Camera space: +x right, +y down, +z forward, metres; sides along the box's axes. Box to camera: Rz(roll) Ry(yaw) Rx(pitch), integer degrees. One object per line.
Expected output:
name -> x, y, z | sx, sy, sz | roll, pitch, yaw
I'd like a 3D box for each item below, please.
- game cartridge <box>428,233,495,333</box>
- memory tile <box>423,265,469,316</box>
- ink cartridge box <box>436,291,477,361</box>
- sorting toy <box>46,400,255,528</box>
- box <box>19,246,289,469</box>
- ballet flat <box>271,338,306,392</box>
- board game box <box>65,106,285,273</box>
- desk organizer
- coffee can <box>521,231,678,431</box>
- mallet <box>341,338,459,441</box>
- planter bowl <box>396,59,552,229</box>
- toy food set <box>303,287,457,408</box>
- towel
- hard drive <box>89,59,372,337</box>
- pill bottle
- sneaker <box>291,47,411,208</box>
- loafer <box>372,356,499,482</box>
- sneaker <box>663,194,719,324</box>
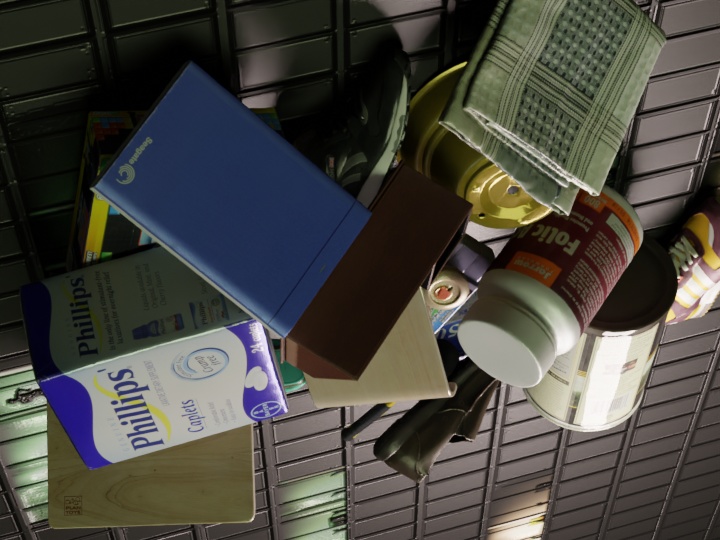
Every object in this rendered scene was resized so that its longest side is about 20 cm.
game cartridge -> 0.031, 0.026, 1.510 | 0.129, 0.038, 0.200 | 31, 119, -18
memory tile -> 0.000, 0.000, 1.461 | 0.153, 0.017, 0.200 | -35, 120, 21
ink cartridge box -> 0.051, 0.080, 1.628 | 0.199, 0.044, 0.094 | -18, 146, -4
sorting toy -> -0.204, 0.150, 1.464 | 0.199, 0.200, 0.070 | -2, 175, 1
box -> -0.181, 0.074, 1.326 | 0.199, 0.105, 0.184 | -16, 147, -4
ballet flat -> -0.147, 0.104, 1.537 | 0.199, 0.068, 0.070 | 0, 173, 0
board game box -> -0.166, -0.053, 1.300 | 0.165, 0.057, 0.200 | -3, 141, -20
desk organizer -> 0.015, 0.010, 1.297 | 0.200, 0.077, 0.072 | -56, 170, -20
coffee can -> 0.256, 0.064, 1.621 | 0.146, 0.147, 0.200 | -12, 144, -11
mallet -> 0.031, 0.145, 1.620 | 0.200, 0.041, 0.066 | -43, 176, 38
planter bowl -> 0.135, -0.099, 1.368 | 0.200, 0.084, 0.201 | -4, 137, -4
toy food set -> 0.007, 0.053, 1.463 | 0.143, 0.060, 0.200 | -6, 126, 15
towel -> 0.173, -0.165, 1.274 | 0.192, 0.034, 0.200 | 31, 85, -41
hard drive -> -0.103, -0.057, 1.212 | 0.200, 0.025, 0.132 | 39, 76, -17
pill bottle -> 0.186, 0.011, 1.463 | 0.200, 0.114, 0.114 | -52, 156, -27
sneaker -> -0.015, -0.112, 1.321 | 0.087, 0.076, 0.200 | 13, 125, -10
loafer -> 0.102, 0.154, 1.598 | 0.200, 0.071, 0.073 | -40, -177, -18
sneaker -> 0.359, -0.002, 1.647 | 0.090, 0.075, 0.200 | -14, 144, -17
